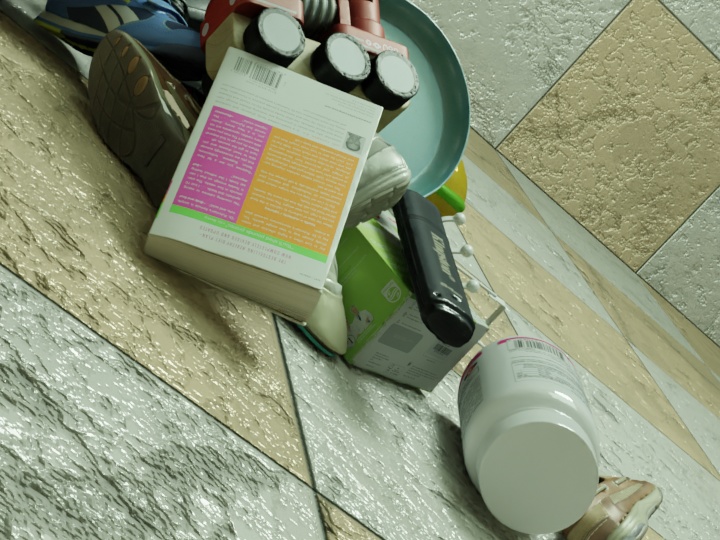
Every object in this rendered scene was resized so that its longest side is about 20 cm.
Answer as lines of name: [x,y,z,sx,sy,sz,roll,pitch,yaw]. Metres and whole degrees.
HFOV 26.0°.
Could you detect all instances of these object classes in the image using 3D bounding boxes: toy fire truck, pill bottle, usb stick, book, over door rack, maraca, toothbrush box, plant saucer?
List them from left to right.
book: [-0.070,-0.071,1.175,0.133,0.048,0.201,22,51,-5]
toy fire truck: [-0.036,-0.231,1.319,0.175,0.129,0.202,15,57,-31]
toothbrush box: [0.000,0.000,1.386,0.200,0.086,0.145,49,14,33]
plant saucer: [0.011,-0.155,1.406,0.200,0.201,0.027,39,-29,-19]
maraca: [0.054,-0.108,1.735,0.137,0.107,0.200,38,0,-12]
usb stick: [0.059,-0.006,1.305,0.055,0.033,0.201,42,18,-26]
over door rack: [0.105,0.013,1.620,0.200,0.066,0.148,48,19,-26]
pill bottle: [0.140,0.136,1.307,0.113,0.113,0.200,41,12,-9]

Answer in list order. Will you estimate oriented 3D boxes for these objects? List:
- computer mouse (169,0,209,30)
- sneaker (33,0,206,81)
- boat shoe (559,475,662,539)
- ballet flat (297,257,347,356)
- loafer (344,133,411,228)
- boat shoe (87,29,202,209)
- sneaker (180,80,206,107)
computer mouse: [-0.142,-0.240,1.490,0.200,0.046,0.141,31,16,-48]
sneaker: [-0.194,-0.221,1.360,0.199,0.083,0.074,21,-8,25]
boat shoe: [0.216,0.209,1.380,0.072,0.076,0.200,40,9,10]
ballet flat: [-0.062,-0.019,1.291,0.200,0.070,0.069,48,13,20]
loafer: [-0.050,-0.056,1.244,0.199,0.070,0.070,-25,72,-33]
boat shoe: [-0.157,-0.111,1.271,0.072,0.076,0.201,5,48,-54]
sneaker: [-0.128,-0.134,1.407,0.198,0.077,0.084,16,27,2]
